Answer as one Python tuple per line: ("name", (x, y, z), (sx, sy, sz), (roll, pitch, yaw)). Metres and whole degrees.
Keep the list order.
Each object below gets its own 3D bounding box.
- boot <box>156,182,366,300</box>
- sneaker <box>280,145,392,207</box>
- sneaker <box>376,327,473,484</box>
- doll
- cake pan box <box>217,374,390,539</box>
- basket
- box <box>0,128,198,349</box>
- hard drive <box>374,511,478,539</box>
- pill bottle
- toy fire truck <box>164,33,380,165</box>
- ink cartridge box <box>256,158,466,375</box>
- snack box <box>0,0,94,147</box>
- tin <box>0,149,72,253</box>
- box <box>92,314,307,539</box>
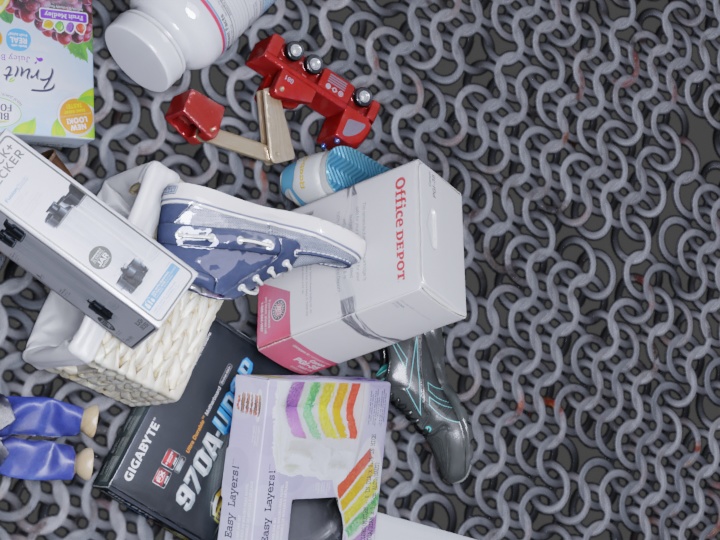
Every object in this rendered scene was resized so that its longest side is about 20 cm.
("boot", (-0.094, -0.010, 1.487), (0.199, 0.073, 0.091), (15, 76, -19))
("sneaker", (0.001, -0.068, 1.697), (0.200, 0.081, 0.077), (35, 57, -43))
("sneaker", (0.060, 0.130, 1.713), (0.079, 0.075, 0.201), (-16, 85, -17))
("doll", (-0.341, 0.141, 1.484), (0.199, 0.048, 0.137), (7, 87, -22))
("cake pan box", (-0.054, 0.202, 1.594), (0.184, 0.052, 0.201), (8, 89, -47))
("basket", (-0.206, 0.019, 1.530), (0.123, 0.135, 0.201), (30, 69, -25))
("box", (-0.244, -0.023, 1.378), (0.200, 0.117, 0.060), (37, 69, -8))
("hard drive", (0.076, 0.338, 1.709), (0.199, 0.026, 0.132), (19, 74, -26))
("pill bottle", (-0.156, -0.270, 1.612), (0.109, 0.109, 0.200), (49, 64, -15))
("toy fire truck", (-0.085, -0.160, 1.672), (0.200, 0.049, 0.141), (32, 69, -23))
("ink cartridge box", (0.000, 0.000, 1.585), (0.083, 0.199, 0.147), (34, 46, -44))
("snack box", (-0.350, -0.192, 1.523), (0.199, 0.053, 0.143), (1, 84, -30))
("tin", (-0.340, -0.035, 1.472), (0.200, 0.112, 0.042), (-46, 105, -26))
("box", (-0.146, 0.161, 1.594), (0.159, 0.046, 0.201), (36, 68, -23))
